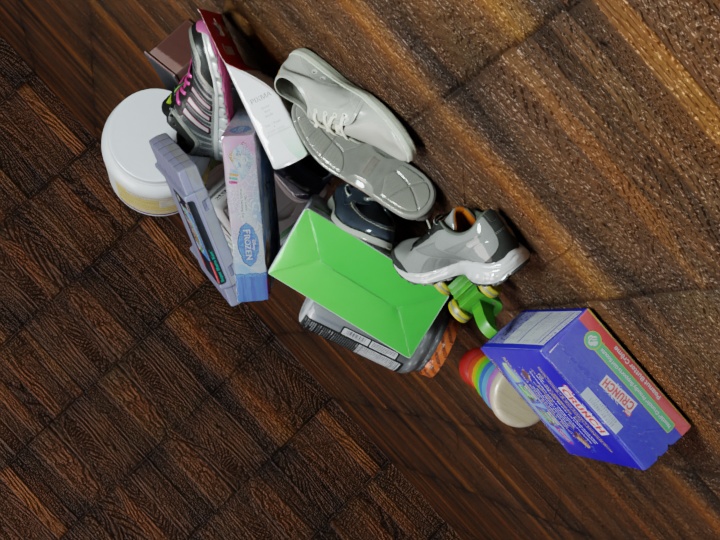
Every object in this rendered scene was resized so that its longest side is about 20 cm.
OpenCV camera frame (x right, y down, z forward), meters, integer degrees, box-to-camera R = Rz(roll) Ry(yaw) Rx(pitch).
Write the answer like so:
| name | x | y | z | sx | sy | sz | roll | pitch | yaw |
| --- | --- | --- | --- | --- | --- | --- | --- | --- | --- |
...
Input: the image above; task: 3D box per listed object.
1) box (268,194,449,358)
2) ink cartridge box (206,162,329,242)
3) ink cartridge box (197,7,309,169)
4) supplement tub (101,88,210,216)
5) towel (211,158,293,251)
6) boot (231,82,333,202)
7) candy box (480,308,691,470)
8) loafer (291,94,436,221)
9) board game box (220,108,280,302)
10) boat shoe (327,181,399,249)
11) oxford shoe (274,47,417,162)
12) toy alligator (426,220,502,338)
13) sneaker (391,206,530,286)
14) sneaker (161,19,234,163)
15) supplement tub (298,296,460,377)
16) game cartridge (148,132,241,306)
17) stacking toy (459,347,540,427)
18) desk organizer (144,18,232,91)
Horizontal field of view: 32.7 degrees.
| name | x | y | z | sx | sy | sz | roll | pitch | yaw |
| --- | --- | --- | --- | --- | --- | --- | --- | --- | --- |
| box | 0.000 | 0.000 | 1.510 | 0.200 | 0.097 | 0.176 | 31 | -173 | -5 |
| ink cartridge box | -0.153 | -0.114 | 1.773 | 0.083 | 0.147 | 0.200 | 53 | 166 | -22 |
| ink cartridge box | -0.116 | -0.221 | 1.448 | 0.161 | 0.050 | 0.201 | -75 | -38 | -81 |
| supplement tub | -0.275 | -0.159 | 1.664 | 0.145 | 0.145 | 0.200 | 47 | 169 | 0 |
| towel | -0.187 | -0.109 | 1.908 | 0.200 | 0.149 | 0.031 | 46 | 154 | 7 |
| boot | -0.113 | -0.182 | 1.625 | 0.200 | 0.073 | 0.090 | 45 | 155 | -4 |
| candy box | 0.237 | 0.124 | 1.329 | 0.169 | 0.077 | 0.200 | 49 | 170 | -7 |
| loafer | 0.002 | -0.121 | 1.379 | 0.200 | 0.072 | 0.063 | 41 | 175 | 13 |
| board game box | -0.132 | -0.087 | 1.511 | 0.200 | 0.043 | 0.200 | -88 | -6 | -73 |
| boat shoe | 0.009 | -0.074 | 1.437 | 0.075 | 0.062 | 0.200 | 28 | -171 | -12 |
| oxford shoe | -0.019 | -0.167 | 1.317 | 0.200 | 0.058 | 0.075 | 39 | 163 | 27 |
| toy alligator | 0.114 | -0.006 | 1.407 | 0.054 | 0.059 | 0.200 | 8 | -135 | -51 |
| sneaker | 0.098 | -0.031 | 1.308 | 0.200 | 0.074 | 0.080 | -3 | 117 | 56 |
| sneaker | -0.203 | -0.214 | 1.500 | 0.200 | 0.087 | 0.074 | 89 | -179 | -46 |
| supplement tub | 0.027 | 0.060 | 1.667 | 0.199 | 0.123 | 0.123 | 25 | 171 | -7 |
| game cartridge | -0.202 | -0.062 | 1.528 | 0.130 | 0.038 | 0.201 | 50 | 162 | 56 |
| stacking toy | 0.183 | 0.143 | 1.620 | 0.085 | 0.085 | 0.200 | 49 | 175 | -13 |
| desk organizer | -0.214 | -0.247 | 1.709 | 0.072 | 0.077 | 0.200 | 39 | 167 | 33 |
